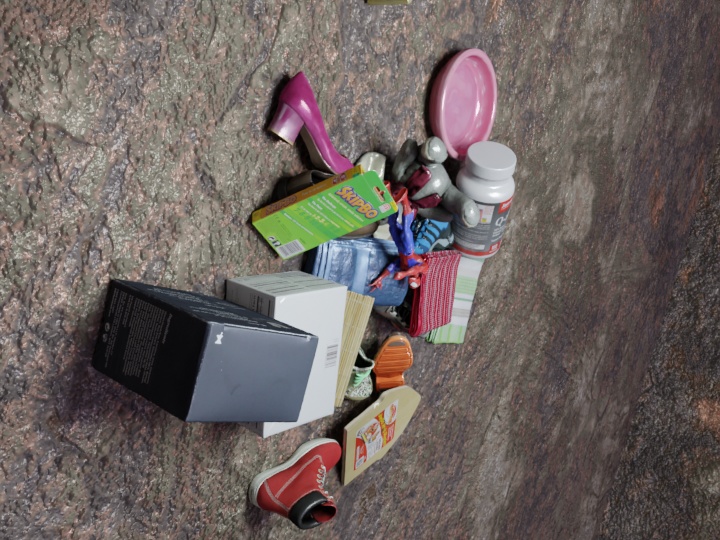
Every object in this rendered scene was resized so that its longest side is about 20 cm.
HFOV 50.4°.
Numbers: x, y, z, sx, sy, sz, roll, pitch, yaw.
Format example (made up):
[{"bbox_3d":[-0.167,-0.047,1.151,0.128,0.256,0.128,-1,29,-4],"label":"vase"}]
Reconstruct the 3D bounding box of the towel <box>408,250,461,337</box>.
[{"bbox_3d":[0.139,0.039,1.397,0.199,0.022,0.149,-9,108,-64],"label":"towel"}]

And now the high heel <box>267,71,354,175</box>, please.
[{"bbox_3d":[-0.052,-0.207,1.148,0.198,0.067,0.098,30,87,-40],"label":"high heel"}]

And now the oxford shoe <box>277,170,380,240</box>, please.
[{"bbox_3d":[-0.028,-0.099,1.167,0.198,0.083,0.075,16,60,-46],"label":"oxford shoe"}]

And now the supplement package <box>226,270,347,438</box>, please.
[{"bbox_3d":[-0.116,0.116,1.136,0.154,0.109,0.206,-7,108,-50],"label":"supplement package"}]

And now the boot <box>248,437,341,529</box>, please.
[{"bbox_3d":[-0.066,0.352,1.258,0.198,0.142,0.074,-22,118,-48],"label":"boot"}]

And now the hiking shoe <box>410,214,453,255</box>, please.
[{"bbox_3d":[0.105,-0.064,1.409,0.199,0.073,0.089,-37,123,-52],"label":"hiking shoe"}]

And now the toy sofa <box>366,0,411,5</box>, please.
[{"bbox_3d":[0.042,-0.513,1.150,0.098,0.081,0.203,-51,137,-35],"label":"toy sofa"}]

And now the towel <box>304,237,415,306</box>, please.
[{"bbox_3d":[0.000,0.000,1.258,0.196,0.048,0.115,7,99,-36],"label":"towel"}]

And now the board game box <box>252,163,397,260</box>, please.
[{"bbox_3d":[-0.050,-0.084,1.106,0.096,0.196,0.031,52,25,-46],"label":"board game box"}]

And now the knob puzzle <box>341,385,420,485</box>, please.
[{"bbox_3d":[0.035,0.284,1.423,0.218,0.030,0.223,-34,144,-29],"label":"knob puzzle"}]

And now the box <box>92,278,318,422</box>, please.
[{"bbox_3d":[-0.192,0.102,0.959,0.195,0.197,0.121,15,91,-52],"label":"box"}]

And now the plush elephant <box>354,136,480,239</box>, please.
[{"bbox_3d":[0.072,-0.128,1.278,0.154,0.200,0.166,-38,120,-8],"label":"plush elephant"}]

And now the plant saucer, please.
[{"bbox_3d":[0.189,-0.312,1.439,0.198,0.050,0.206,-23,120,-46],"label":"plant saucer"}]

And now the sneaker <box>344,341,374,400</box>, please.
[{"bbox_3d":[-0.012,0.168,1.310,0.078,0.087,0.202,-55,139,-24],"label":"sneaker"}]

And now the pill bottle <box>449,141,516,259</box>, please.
[{"bbox_3d":[0.231,-0.134,1.463,0.115,0.115,0.203,-37,146,-39],"label":"pill bottle"}]

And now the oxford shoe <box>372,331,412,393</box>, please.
[{"bbox_3d":[0.051,0.149,1.366,0.202,0.069,0.075,100,-12,-59],"label":"oxford shoe"}]

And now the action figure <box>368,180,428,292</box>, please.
[{"bbox_3d":[0.051,-0.029,1.200,0.099,0.065,0.202,-44,137,-21],"label":"action figure"}]

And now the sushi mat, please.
[{"bbox_3d":[-0.049,0.122,1.228,0.012,0.093,0.205,-96,-158,-71],"label":"sushi mat"}]

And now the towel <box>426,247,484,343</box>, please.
[{"bbox_3d":[0.206,0.055,1.606,0.148,0.030,0.206,7,96,-53],"label":"towel"}]

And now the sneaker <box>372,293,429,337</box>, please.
[{"bbox_3d":[0.075,0.066,1.383,0.078,0.081,0.199,-55,142,0],"label":"sneaker"}]
